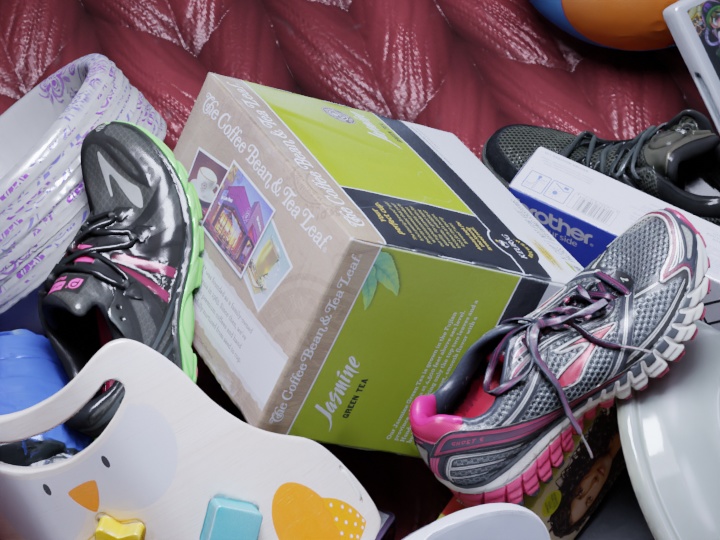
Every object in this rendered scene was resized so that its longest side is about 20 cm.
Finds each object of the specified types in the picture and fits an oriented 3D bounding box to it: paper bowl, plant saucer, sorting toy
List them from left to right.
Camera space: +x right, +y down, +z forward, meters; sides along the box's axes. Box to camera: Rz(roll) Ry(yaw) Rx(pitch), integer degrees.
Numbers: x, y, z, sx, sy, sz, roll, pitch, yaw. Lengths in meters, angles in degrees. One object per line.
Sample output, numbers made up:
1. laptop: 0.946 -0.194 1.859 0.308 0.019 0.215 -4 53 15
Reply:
1. paper bowl: -0.203 -0.034 1.403 0.200 0.104 0.201 -37 19 15
2. sorting toy: -0.124 0.128 1.168 0.200 0.180 0.107 -27 20 20
3. plant saucer: 0.224 0.112 1.266 0.050 0.200 0.201 -26 42 33

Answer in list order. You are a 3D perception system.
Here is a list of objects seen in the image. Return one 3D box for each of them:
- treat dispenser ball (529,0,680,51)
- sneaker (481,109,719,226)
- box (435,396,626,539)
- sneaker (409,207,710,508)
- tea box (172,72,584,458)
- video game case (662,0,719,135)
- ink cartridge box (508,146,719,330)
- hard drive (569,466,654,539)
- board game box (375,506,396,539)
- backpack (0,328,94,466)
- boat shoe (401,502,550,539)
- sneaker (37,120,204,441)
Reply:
1. treat dispenser ball: 0.195 -0.254 1.545 0.200 0.201 0.201 -1 51 1
2. sneaker: 0.173 -0.070 1.457 0.199 0.114 0.076 27 55 23
3. box: 0.087 0.143 1.268 0.050 0.075 0.200 31 79 33
4. sneaker: 0.113 0.042 1.212 0.200 0.075 0.081 -47 36 -8
5. tea box: 0.000 0.000 1.313 0.196 0.134 0.200 13 24 -36
6. video game case: 0.322 -0.135 1.494 0.200 0.023 0.182 -28 96 -20
7. ink cartridge box: 0.188 0.003 1.408 0.200 0.094 0.044 26 56 21
8. hard drive: 0.149 0.125 1.338 0.134 0.042 0.200 -22 54 -6
9. board game box: -0.078 0.199 1.299 0.120 0.032 0.200 26 56 17
10. backpack: -0.251 0.111 1.288 0.199 0.163 0.168 -11 49 -6
11. boat shoe: 0.009 0.185 1.198 0.200 0.070 0.066 -35 21 -9
12. sneaker: -0.139 0.004 1.258 0.084 0.077 0.201 13 63 -43
